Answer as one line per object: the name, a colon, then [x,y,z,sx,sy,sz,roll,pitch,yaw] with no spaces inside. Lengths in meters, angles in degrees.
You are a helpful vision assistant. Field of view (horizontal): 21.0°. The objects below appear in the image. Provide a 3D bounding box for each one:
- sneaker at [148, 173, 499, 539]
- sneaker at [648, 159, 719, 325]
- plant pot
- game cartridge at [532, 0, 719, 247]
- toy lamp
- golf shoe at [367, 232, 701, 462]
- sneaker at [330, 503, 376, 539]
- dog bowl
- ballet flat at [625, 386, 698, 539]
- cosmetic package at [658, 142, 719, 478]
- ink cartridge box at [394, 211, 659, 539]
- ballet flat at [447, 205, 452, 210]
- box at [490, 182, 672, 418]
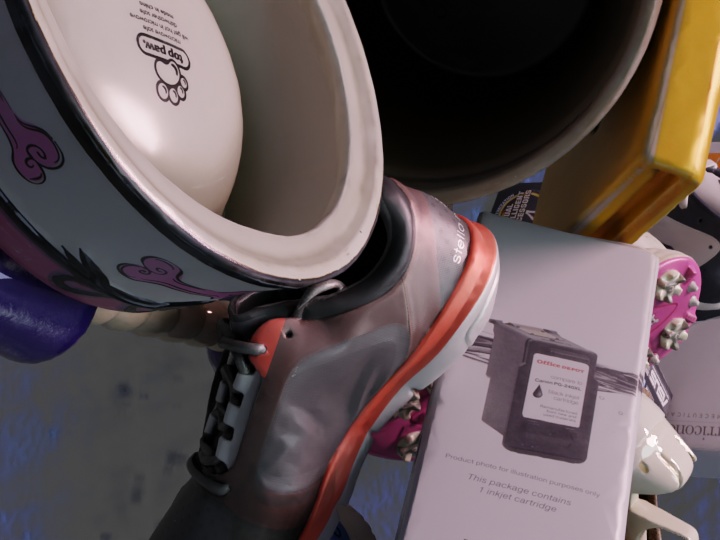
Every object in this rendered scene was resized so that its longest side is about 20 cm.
sneaker: [-0.035,0.045,0.731,0.082,0.077,0.201,38,87,-35]
sneaker: [0.186,-0.057,1.123,0.079,0.128,0.201,-23,110,-58]
plant pot: [0.040,-0.136,0.834,0.173,0.198,0.202,-30,118,-74]
game cartridge: [0.129,-0.106,0.848,0.176,0.032,0.202,126,-18,-71]
toy lamp: [-0.088,0.014,0.723,0.200,0.058,0.059,22,72,-60]
golf shoe: [0.068,0.028,0.950,0.198,0.092,0.076,-20,134,-22]
sneaker: [-0.038,0.198,0.792,0.111,0.076,0.202,0,91,-61]
dog bowl: [-0.079,-0.076,0.661,0.200,0.073,0.202,40,37,-39]
ballet flat: [0.146,0.121,1.028,0.068,0.067,0.202,-35,123,-49]
cosmetic package: [0.220,0.024,1.214,0.071,0.101,0.202,34,61,-55]
ink cartridge box: [0.059,0.097,0.786,0.201,0.083,0.146,-73,175,-49]
ballet flat: [0.000,0.000,0.864,0.072,0.071,0.201,57,44,-44]
box: [0.108,0.075,1.072,0.200,0.049,0.162,57,43,-44]
